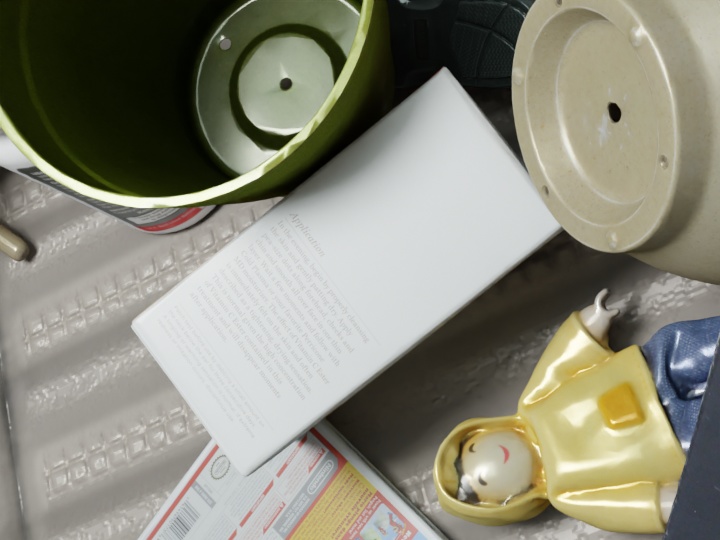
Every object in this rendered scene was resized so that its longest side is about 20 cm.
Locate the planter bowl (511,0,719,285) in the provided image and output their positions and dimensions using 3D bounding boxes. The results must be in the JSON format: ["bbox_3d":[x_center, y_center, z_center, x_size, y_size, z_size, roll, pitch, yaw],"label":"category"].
[{"bbox_3d":[0.153,-0.079,0.642,0.200,0.134,0.202,41,139,50],"label":"planter bowl"}]

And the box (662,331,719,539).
[{"bbox_3d":[0.229,0.116,0.551,0.196,0.117,0.201,37,139,32],"label":"box"}]

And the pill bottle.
[{"bbox_3d":[-0.165,-0.102,0.849,0.113,0.200,0.115,-9,71,26],"label":"pill bottle"}]

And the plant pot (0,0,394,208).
[{"bbox_3d":[-0.066,-0.116,0.741,0.198,0.193,0.203,-2,83,14],"label":"plant pot"}]

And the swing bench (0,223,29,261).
[{"bbox_3d":[-0.269,-0.149,0.965,0.199,0.130,0.200,35,94,33],"label":"swing bench"}]

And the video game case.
[{"bbox_3d":[-0.031,0.170,0.799,0.200,0.017,0.143,41,97,32],"label":"video game case"}]

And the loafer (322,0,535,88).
[{"bbox_3d":[0.037,-0.143,0.841,0.199,0.063,0.073,16,115,36],"label":"loafer"}]

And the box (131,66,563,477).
[{"bbox_3d":[0.000,0.000,0.743,0.199,0.124,0.098,-38,87,7],"label":"box"}]

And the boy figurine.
[{"bbox_3d":[0.125,0.072,0.715,0.199,0.064,0.125,-21,68,19],"label":"boy figurine"}]
